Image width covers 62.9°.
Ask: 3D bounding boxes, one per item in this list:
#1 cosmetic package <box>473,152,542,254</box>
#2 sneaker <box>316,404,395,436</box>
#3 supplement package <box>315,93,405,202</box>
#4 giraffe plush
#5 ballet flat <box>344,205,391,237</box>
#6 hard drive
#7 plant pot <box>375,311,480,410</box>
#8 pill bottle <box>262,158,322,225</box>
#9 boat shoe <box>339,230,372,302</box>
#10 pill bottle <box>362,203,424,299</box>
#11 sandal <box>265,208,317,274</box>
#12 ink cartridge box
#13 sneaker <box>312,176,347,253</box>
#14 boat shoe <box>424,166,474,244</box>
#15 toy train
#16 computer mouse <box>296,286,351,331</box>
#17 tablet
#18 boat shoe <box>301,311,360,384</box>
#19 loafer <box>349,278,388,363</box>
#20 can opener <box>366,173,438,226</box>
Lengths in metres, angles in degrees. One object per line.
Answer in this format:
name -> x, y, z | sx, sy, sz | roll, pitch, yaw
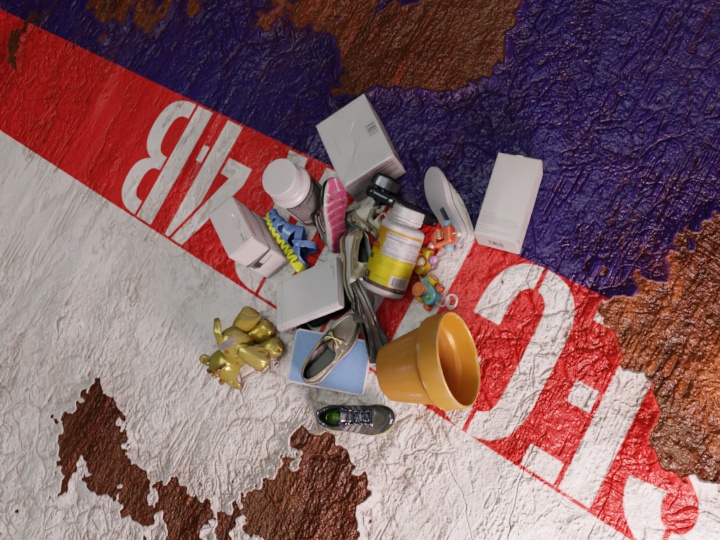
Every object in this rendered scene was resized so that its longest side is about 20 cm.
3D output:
cosmetic package -> 0.342, -0.156, 1.356 | 0.105, 0.085, 0.204 | 17, 81, 24
sneaker -> -0.016, 0.345, 1.361 | 0.195, 0.081, 0.076 | -8, 73, 19
supplement package -> 0.001, -0.314, 1.521 | 0.153, 0.111, 0.204 | -29, 68, 12
giraffe plush -> -0.314, 0.214, 1.489 | 0.174, 0.198, 0.163 | 53, 126, 21
ballet flat -> 0.042, -0.117, 1.470 | 0.199, 0.067, 0.077 | 38, 131, 24
hard drive -> -0.128, 0.060, 1.467 | 0.197, 0.027, 0.135 | -22, 56, 28
plant pot -> 0.138, 0.208, 1.289 | 0.180, 0.198, 0.206 | -17, 69, 33
pill bottle -> -0.162, -0.200, 1.505 | 0.111, 0.200, 0.117 | -6, 73, 19
boat shoe -> 0.000, 0.000, 1.442 | 0.068, 0.074, 0.205 | -23, 74, 37
pill bottle -> 0.081, -0.045, 1.364 | 0.107, 0.109, 0.205 | 22, 98, 25
sandal -> -0.178, -0.088, 1.555 | 0.086, 0.079, 0.202 | -37, 73, 3
ink cartridge box -> -0.285, -0.083, 1.521 | 0.083, 0.200, 0.146 | -35, 65, 7
sneaker -> -0.083, -0.144, 1.486 | 0.073, 0.204, 0.087 | -29, 42, -33
boat shoe -> 0.218, -0.158, 1.415 | 0.072, 0.065, 0.203 | -46, 61, 44
toy train -> 0.169, -0.010, 1.367 | 0.149, 0.055, 0.206 | -16, 69, 52
computer mouse -> -0.095, 0.090, 1.479 | 0.198, 0.053, 0.140 | -35, 65, 9
tablet -> -0.075, 0.223, 1.434 | 0.195, 0.014, 0.134 | 8, 81, 11
boat shoe -> -0.070, 0.185, 1.402 | 0.072, 0.060, 0.203 | 37, 87, 14
loafer -> 0.013, 0.123, 1.377 | 0.062, 0.072, 0.204 | -25, 96, -3
can opener -> 0.103, -0.160, 1.438 | 0.197, 0.063, 0.080 | 32, 112, 8
